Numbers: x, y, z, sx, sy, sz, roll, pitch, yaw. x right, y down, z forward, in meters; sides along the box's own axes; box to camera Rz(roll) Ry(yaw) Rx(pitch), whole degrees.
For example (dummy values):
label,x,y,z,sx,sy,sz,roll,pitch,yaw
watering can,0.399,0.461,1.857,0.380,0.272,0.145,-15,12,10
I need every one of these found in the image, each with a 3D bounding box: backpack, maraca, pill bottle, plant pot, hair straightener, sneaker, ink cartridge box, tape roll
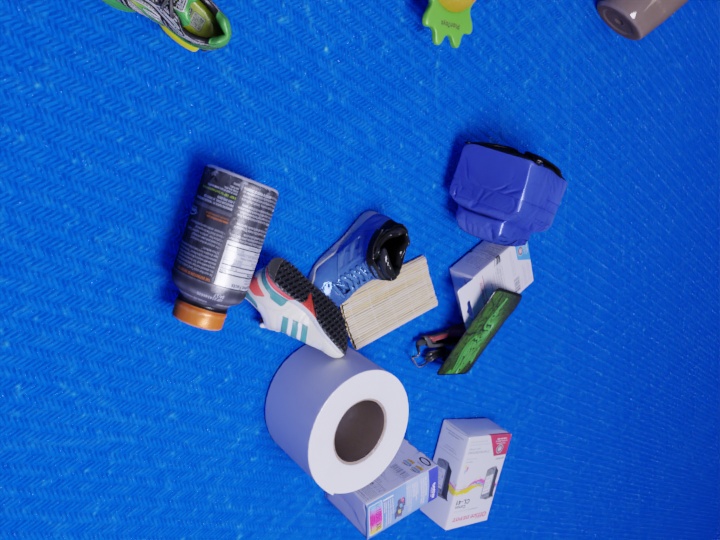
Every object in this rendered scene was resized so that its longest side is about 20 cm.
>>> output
label,x,y,z,sx,sy,sz,roll,pitch,yaw
backpack,0.264,-0.134,1.153,0.198,0.161,0.172,0,115,-52
maraca,0.142,-0.449,0.975,0.134,0.106,0.206,-7,110,-37
pill bottle,-0.187,-0.027,0.850,0.105,0.105,0.205,17,94,-41
plant pot,0.560,-0.554,1.246,0.198,0.201,0.176,29,104,-41
hair straightener,0.169,0.152,1.239,0.197,0.040,0.079,-12,113,-42
sneaker,-0.229,-0.322,0.730,0.197,0.084,0.080,21,92,-40
ink cartridge box,0.222,0.422,1.348,0.145,0.085,0.206,7,99,-40
ink cartridge box,0.242,0.020,1.239,0.198,0.067,0.118,-36,125,-25
ink cartridge box,0.050,0.373,1.156,0.196,0.135,0.078,-18,118,-33
sneaker,-0.001,-0.001,1.006,0.201,0.110,0.077,-50,129,-14
tape roll,-0.038,0.230,1.036,0.199,0.138,0.209,-14,114,-34
sneaker,-0.100,0.068,0.969,0.200,0.092,0.071,47,33,-32

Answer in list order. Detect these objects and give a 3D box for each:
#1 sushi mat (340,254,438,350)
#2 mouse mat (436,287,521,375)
label,x,y,z,sx,sy,sz,roll,pitch,yaw
sushi mat,0.051,0.053,1.113,0.197,0.012,0.098,-25,101,-31
mouse mat,0.231,0.122,1.231,0.202,0.008,0.160,-56,151,14
